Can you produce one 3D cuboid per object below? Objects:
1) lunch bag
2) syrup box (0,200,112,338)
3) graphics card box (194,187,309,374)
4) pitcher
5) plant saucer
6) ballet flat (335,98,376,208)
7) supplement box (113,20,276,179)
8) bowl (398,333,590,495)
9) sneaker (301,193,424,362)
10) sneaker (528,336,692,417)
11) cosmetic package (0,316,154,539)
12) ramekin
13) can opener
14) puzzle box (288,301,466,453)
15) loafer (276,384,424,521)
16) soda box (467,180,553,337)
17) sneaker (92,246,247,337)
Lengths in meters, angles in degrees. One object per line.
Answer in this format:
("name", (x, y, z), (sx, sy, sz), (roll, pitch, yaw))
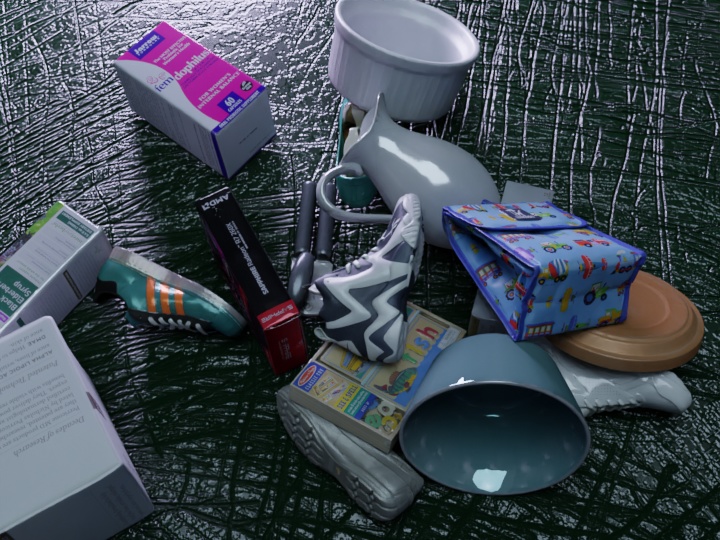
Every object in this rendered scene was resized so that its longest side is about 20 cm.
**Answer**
("lunch bag", (0.191, -0.022, 1.090), (0.149, 0.095, 0.200), (-7, 35, -26))
("syrup box", (-0.402, 0.021, 1.191), (0.078, 0.082, 0.200), (31, 65, 20))
("graphics card box", (-0.129, 0.013, 1.159), (0.051, 0.126, 0.201), (-25, 63, -11))
("pitcher", (0.059, -0.097, 1.201), (0.199, 0.121, 0.172), (36, 73, -3))
("plant saucer", (0.297, 0.045, 1.123), (0.198, 0.033, 0.201), (4, 31, -2))
("ballet flat", (0.001, -0.181, 1.296), (0.067, 0.071, 0.201), (1, 60, 4))
("supplement box", (-0.224, -0.233, 1.318), (0.199, 0.104, 0.101), (35, 68, 22))
("bowl", (0.143, 0.144, 1.047), (0.199, 0.202, 0.106), (3, 45, 4))
("sneaker", (0.000, 0.000, 1.117), (0.128, 0.079, 0.201), (9, 81, 10))
("sneaker", (0.273, 0.138, 1.108), (0.199, 0.078, 0.100), (17, 68, 22))
("cosmetic package", (-0.349, 0.195, 1.041), (0.164, 0.165, 0.201), (-29, 64, -14))
("ramekin", (0.051, -0.284, 1.300), (0.199, 0.098, 0.201), (12, 37, -10))
("can opener", (-0.058, -0.032, 1.219), (0.052, 0.067, 0.201), (7, 55, -3))
("puzzle box", (0.023, 0.107, 1.120), (0.132, 0.026, 0.200), (25, 45, 16))
("loafer", (-0.015, 0.195, 1.088), (0.070, 0.070, 0.200), (-32, 61, -35))
("soda box", (0.185, -0.007, 1.189), (0.063, 0.068, 0.201), (13, 62, 9))
("sneaker", (-0.235, 0.046, 1.182), (0.199, 0.071, 0.080), (24, 77, 14))
